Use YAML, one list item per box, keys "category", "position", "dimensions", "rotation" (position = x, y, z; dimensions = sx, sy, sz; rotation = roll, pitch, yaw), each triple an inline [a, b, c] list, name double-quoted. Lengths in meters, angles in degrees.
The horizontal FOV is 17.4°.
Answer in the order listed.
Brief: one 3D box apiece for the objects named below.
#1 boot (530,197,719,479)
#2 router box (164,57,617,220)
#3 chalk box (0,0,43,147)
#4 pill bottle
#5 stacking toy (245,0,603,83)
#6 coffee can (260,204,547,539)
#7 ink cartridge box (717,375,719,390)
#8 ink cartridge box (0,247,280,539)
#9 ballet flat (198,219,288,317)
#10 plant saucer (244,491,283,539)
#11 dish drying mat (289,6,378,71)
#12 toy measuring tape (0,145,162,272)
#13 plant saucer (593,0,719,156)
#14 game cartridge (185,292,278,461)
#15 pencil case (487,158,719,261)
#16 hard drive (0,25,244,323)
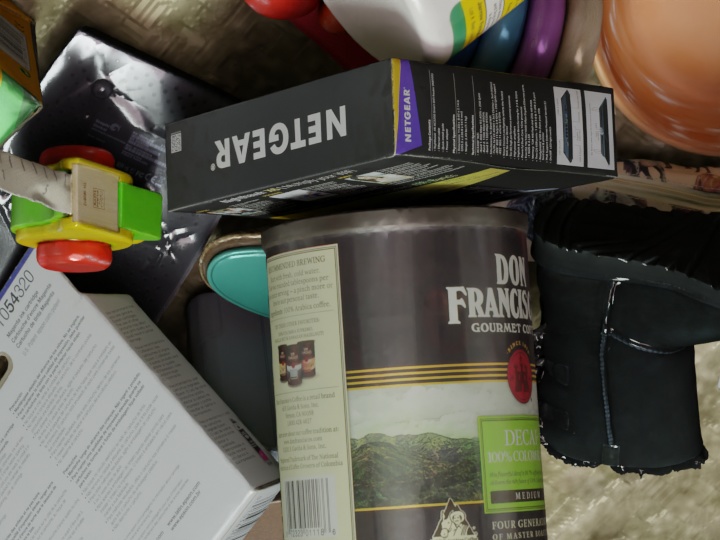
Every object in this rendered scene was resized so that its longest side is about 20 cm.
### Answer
- category: "boot"
  position: [0.180, 0.048, 1.335]
  dimensions: [0.198, 0.073, 0.163]
  rotation: [10, 129, 18]
- category: "router box"
  position: [0.014, -0.065, 1.270]
  dimensions: [0.157, 0.200, 0.052]
  rotation: [3, 81, -40]
- category: "chalk box"
  position: [-0.285, -0.084, 1.273]
  dimensions: [0.200, 0.125, 0.124]
  rotation: [-42, 117, 13]
- category: "pill bottle"
  position: [0.072, -0.201, 1.227]
  dimensions: [0.200, 0.113, 0.113]
  rotation: [-40, 121, -16]
- category: "stacking toy"
  position: [0.029, -0.147, 1.297]
  dimensions: [0.199, 0.085, 0.086]
  rotation: [14, 116, -12]
- category: "coffee can"
  position: [0.025, 0.073, 1.275]
  dimensions: [0.146, 0.146, 0.201]
  rotation: [-3, 85, -7]
- category: "ink cartridge box"
  position: [0.303, -0.029, 1.387]
  dimensions: [0.199, 0.041, 0.200]
  rotation: [-16, 129, -44]
- category: "ink cartridge box"
  position: [-0.160, 0.116, 1.365]
  dimensions: [0.043, 0.200, 0.196]
  rotation: [-15, 147, -54]
- category: "ballet flat"
  position: [0.000, 0.000, 1.401]
  dimensions: [0.199, 0.065, 0.071]
  rotation: [15, 135, -17]
- category: "plant saucer"
  position: [-0.057, 0.161, 1.449]
  dimensions: [0.200, 0.035, 0.200]
  rotation: [-10, 155, -5]
- category: "dish drying mat"
  position: [0.049, -0.193, 1.328]
  dimensions: [0.200, 0.018, 0.077]
  rotation: [-43, 117, 15]
- category: "toy measuring tape"
  position: [-0.175, -0.038, 1.261]
  dimensions: [0.074, 0.074, 0.200]
  rotation: [-43, 157, 14]
- category: "plant saucer"
  position: [0.224, -0.162, 1.362]
  dimensions: [0.200, 0.037, 0.201]
  rotation: [-4, 119, -7]
- category: "game cartridge"
  position: [-0.001, 0.075, 1.397]
  dimensions: [0.199, 0.133, 0.041]
  rotation: [4, 139, -14]
- category: "pencil case"
  position: [0.150, -0.036, 1.385]
  dimensions: [0.199, 0.089, 0.078]
  rotation: [9, 76, -10]
- category: "hard drive"
  position: [-0.156, -0.038, 1.365]
  dimensions: [0.135, 0.042, 0.200]
  rotation: [24, 112, -20]
